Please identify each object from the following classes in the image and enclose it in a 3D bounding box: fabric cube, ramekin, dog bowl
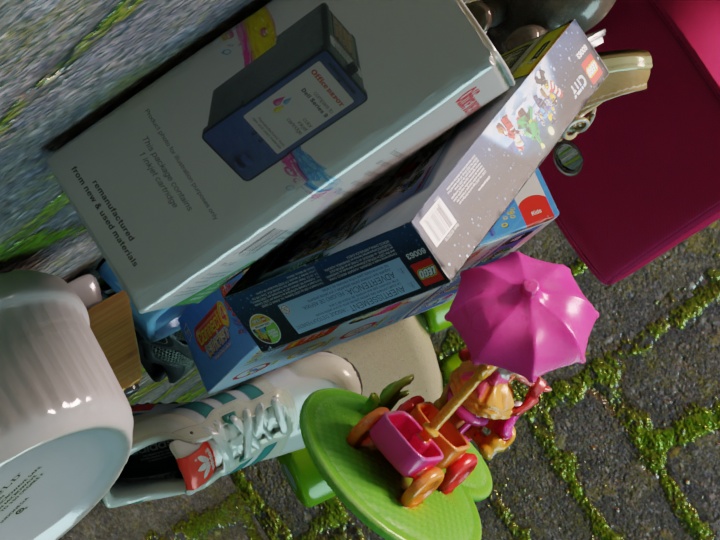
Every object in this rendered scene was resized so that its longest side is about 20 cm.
[{"bbox_3d":[0.246,-0.140,1.576,0.200,0.197,0.199,-29,175,-40],"label":"fabric cube"},{"bbox_3d":[-0.216,0.101,1.153,0.202,0.094,0.203,-34,161,-14],"label":"ramekin"},{"bbox_3d":[-0.116,-0.001,1.398,0.111,0.050,0.200,-33,176,-10],"label":"dog bowl"}]

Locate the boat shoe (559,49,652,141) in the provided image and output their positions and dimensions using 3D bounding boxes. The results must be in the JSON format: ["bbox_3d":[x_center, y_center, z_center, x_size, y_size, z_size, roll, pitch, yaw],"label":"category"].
[{"bbox_3d":[0.101,-0.095,1.378,0.200,0.063,0.073,-18,-175,11],"label":"boat shoe"}]

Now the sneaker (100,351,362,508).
[{"bbox_3d":[-0.091,0.117,1.410,0.199,0.071,0.093,-16,-159,1],"label":"sneaker"}]

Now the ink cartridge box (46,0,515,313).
[{"bbox_3d":[-0.032,-0.070,0.989,0.199,0.088,0.145,-33,177,6],"label":"ink cartridge box"}]

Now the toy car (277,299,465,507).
[{"bbox_3d":[-0.016,0.062,1.572,0.164,0.158,0.200,-25,-159,-13],"label":"toy car"}]

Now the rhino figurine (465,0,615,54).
[{"bbox_3d":[0.096,-0.143,1.189,0.200,0.060,0.087,-48,169,31],"label":"rhino figurine"}]

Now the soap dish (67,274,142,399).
[{"bbox_3d":[-0.235,0.092,1.339,0.199,0.081,0.157,-31,175,-20],"label":"soap dish"}]

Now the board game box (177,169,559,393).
[{"bbox_3d":[0.000,0.000,1.342,0.195,0.056,0.200,-20,171,-23],"label":"board game box"}]

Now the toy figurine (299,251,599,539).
[{"bbox_3d":[0.085,0.070,1.357,0.184,0.150,0.200,-49,161,21],"label":"toy figurine"}]

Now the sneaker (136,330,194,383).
[{"bbox_3d":[-0.110,0.025,1.605,0.114,0.076,0.199,-34,173,33],"label":"sneaker"}]

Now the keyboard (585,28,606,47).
[{"bbox_3d":[0.082,-0.129,1.389,0.056,0.011,0.200,-23,-174,-34],"label":"keyboard"}]

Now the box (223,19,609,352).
[{"bbox_3d":[0.032,-0.045,1.076,0.136,0.038,0.200,-22,-160,43],"label":"box"}]
